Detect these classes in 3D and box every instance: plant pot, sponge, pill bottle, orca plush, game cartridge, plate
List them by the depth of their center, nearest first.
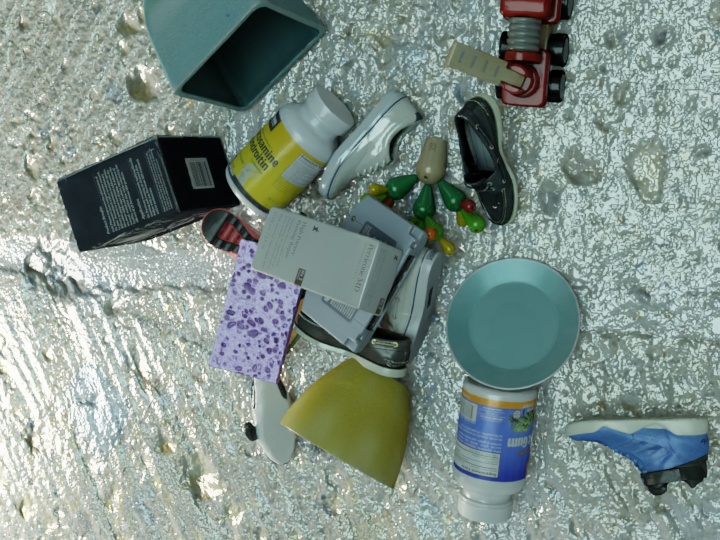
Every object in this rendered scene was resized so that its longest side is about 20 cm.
[{"bbox_3d":[0.000,0.000,1.579,0.133,0.041,0.201,37,100,37],"label":"game cartridge"},{"bbox_3d":[0.222,0.079,1.579,0.197,0.026,0.203,-6,67,15],"label":"plate"},{"bbox_3d":[0.195,0.262,1.599,0.111,0.112,0.203,9,101,20],"label":"pill bottle"},{"bbox_3d":[-0.210,-0.391,1.639,0.196,0.195,0.201,-40,72,21],"label":"plant pot"},{"bbox_3d":[-0.003,0.219,1.647,0.198,0.200,0.143,28,81,16],"label":"plant pot"},{"bbox_3d":[-0.153,0.063,1.647,0.110,0.030,0.203,15,92,6],"label":"sponge"},{"bbox_3d":[-0.106,-0.184,1.658,0.200,0.112,0.112,-43,81,20],"label":"pill bottle"},{"bbox_3d":[-0.162,0.215,1.753,0.071,0.105,0.201,18,140,59],"label":"orca plush"}]

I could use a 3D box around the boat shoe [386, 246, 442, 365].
[{"bbox_3d":[0.069,0.049,1.624,0.069,0.071,0.202,22,127,19],"label":"boat shoe"}]

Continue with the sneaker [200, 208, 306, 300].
[{"bbox_3d":[-0.156,-0.029,1.704,0.199,0.087,0.074,39,95,5],"label":"sneaker"}]

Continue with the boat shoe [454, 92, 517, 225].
[{"bbox_3d":[0.173,-0.147,1.545,0.074,0.066,0.202,19,130,42],"label":"boat shoe"}]

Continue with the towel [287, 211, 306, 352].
[{"bbox_3d":[-0.112,0.026,1.722,0.201,0.022,0.147,-51,62,21],"label":"towel"}]

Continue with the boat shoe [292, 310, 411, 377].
[{"bbox_3d":[-0.012,0.095,1.628,0.199,0.071,0.061,22,108,25],"label":"boat shoe"}]

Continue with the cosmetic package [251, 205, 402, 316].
[{"bbox_3d":[-0.050,-0.015,1.547,0.198,0.074,0.103,18,88,33],"label":"cosmetic package"}]

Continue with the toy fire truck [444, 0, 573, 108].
[{"bbox_3d":[0.204,-0.314,1.471,0.127,0.200,0.179,8,100,20],"label":"toy fire truck"}]

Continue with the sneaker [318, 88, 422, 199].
[{"bbox_3d":[0.014,-0.176,1.633,0.071,0.073,0.201,44,110,14],"label":"sneaker"}]

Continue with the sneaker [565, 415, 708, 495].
[{"bbox_3d":[0.392,0.264,1.539,0.197,0.077,0.113,-2,87,15],"label":"sneaker"}]

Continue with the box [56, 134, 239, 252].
[{"bbox_3d":[-0.329,-0.123,1.707,0.195,0.200,0.126,-17,90,23],"label":"box"}]

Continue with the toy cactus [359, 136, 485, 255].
[{"bbox_3d":[0.091,-0.115,1.610,0.198,0.102,0.167,11,91,28],"label":"toy cactus"}]
